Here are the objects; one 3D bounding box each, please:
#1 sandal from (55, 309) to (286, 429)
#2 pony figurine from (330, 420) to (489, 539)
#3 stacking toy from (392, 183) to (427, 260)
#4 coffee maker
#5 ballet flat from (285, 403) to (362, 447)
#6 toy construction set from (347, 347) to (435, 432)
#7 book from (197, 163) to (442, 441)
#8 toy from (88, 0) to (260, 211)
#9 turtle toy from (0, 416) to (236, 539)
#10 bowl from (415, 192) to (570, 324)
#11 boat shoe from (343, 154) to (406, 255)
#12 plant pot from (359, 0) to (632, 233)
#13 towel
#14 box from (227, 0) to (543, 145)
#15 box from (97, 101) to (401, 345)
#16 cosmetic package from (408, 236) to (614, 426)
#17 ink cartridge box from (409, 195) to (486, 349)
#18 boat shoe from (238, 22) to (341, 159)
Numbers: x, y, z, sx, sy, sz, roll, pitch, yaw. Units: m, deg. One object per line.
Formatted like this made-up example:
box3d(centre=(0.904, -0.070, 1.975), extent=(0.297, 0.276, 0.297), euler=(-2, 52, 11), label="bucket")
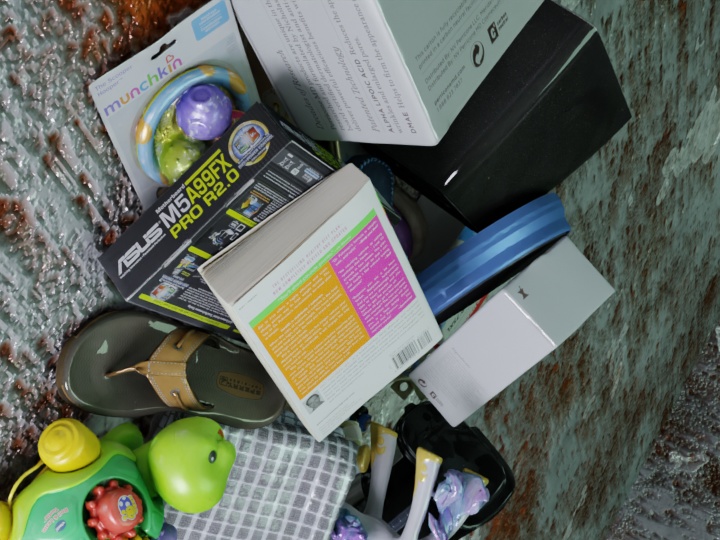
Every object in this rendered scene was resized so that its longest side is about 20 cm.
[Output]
box3d(centre=(-0.129, 0.079, 0.901), extent=(0.200, 0.055, 0.082), euler=(20, 73, -36), label="sandal")
box3d(centre=(0.032, 0.256, 1.066), extent=(0.200, 0.193, 0.167), euler=(-64, 157, -5), label="pony figurine")
box3d(centre=(-0.029, 0.000, 1.079), extent=(0.200, 0.085, 0.085), euler=(-39, 144, -36), label="stacking toy")
box3d(centre=(0.068, 0.257, 1.269), extent=(0.200, 0.192, 0.135), euler=(-47, -168, 42), label="coffee maker")
box3d(centre=(-0.036, 0.150, 1.127), extent=(0.068, 0.067, 0.200), euler=(-104, 175, -46), label="ballet flat")
box3d(centre=(0.001, 0.093, 1.206), extent=(0.200, 0.092, 0.131), euler=(34, 80, -53), label="toy construction set")
box3d(centre=(-0.019, 0.030, 0.896), extent=(0.134, 0.048, 0.200), euler=(-38, 140, -10), label="book")
box3d(centre=(-0.106, -0.085, 0.861), extent=(0.115, 0.047, 0.200), euler=(-40, 150, -18), label="toy")
box3d(centre=(-0.180, 0.176, 0.869), extent=(0.200, 0.101, 0.146), euler=(-45, 150, -11), label="turtle toy")
box3d(centre=(0.108, 0.000, 1.123), extent=(0.200, 0.039, 0.201), euler=(-33, 172, -5), label="bowl")
box3d(centre=(0.000, 0.000, 1.017), extent=(0.084, 0.069, 0.200), euler=(14, 82, -33), label="boat shoe")
box3d(centre=(0.096, -0.151, 1.075), extent=(0.178, 0.199, 0.200), euler=(-53, 154, 2), label="plant pot")
box3d(centre=(-0.108, 0.209, 1.005), extent=(0.165, 0.086, 0.200), euler=(18, 96, -25), label="towel")
box3d(centre=(0.016, -0.225, 0.845), extent=(0.199, 0.131, 0.200), euler=(-53, 132, -30), label="box")
box3d(centre=(-0.074, -0.025, 0.895), extent=(0.160, 0.044, 0.200), euler=(-43, 154, 10), label="box")
box3d(centre=(0.138, 0.061, 1.136), extent=(0.101, 0.071, 0.200), euler=(-37, 172, -35), label="cosmetic package")
box3d(centre=(0.090, 0.008, 1.321), extent=(0.116, 0.067, 0.200), euler=(-54, 152, -23), label="ink cartridge box")
box3d(centre=(-0.046, -0.133, 0.939), extent=(0.074, 0.066, 0.200), euler=(-50, 150, -30), label="boat shoe")
